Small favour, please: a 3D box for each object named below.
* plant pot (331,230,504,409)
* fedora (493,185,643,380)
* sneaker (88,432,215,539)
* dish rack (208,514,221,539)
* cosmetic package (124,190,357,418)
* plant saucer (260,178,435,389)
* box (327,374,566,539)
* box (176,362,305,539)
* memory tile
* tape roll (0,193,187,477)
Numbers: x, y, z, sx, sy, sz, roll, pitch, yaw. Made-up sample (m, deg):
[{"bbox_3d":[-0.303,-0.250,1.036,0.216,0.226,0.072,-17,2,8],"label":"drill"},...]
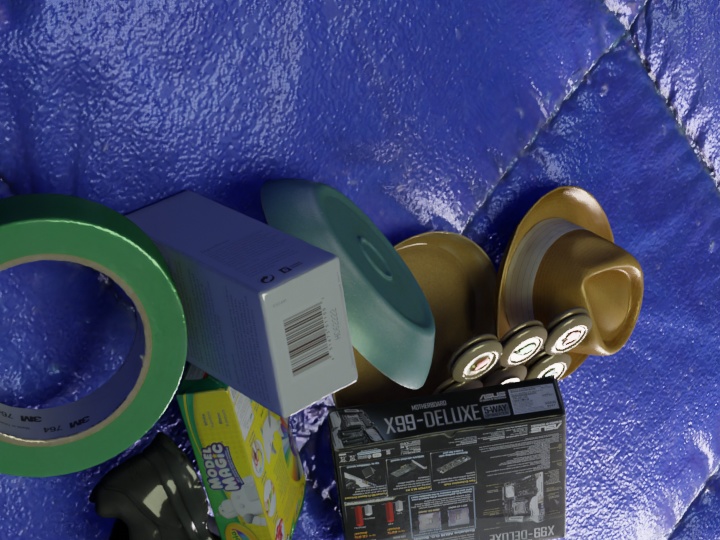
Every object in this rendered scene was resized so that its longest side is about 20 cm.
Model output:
[{"bbox_3d":[0.045,0.060,1.483,0.199,0.027,0.202,-15,114,-36],"label":"plant pot"},{"bbox_3d":[0.202,0.021,1.544,0.200,0.081,0.203,-19,116,-46],"label":"fedora"},{"bbox_3d":[-0.148,0.223,1.301,0.090,0.076,0.202,-28,114,-17],"label":"sneaker"},{"bbox_3d":[-0.161,0.294,1.382,0.171,0.043,0.201,37,81,-43],"label":"dish rack"},{"bbox_3d":[-0.093,0.020,1.233,0.071,0.199,0.102,-25,121,-30],"label":"cosmetic package"},{"bbox_3d":[0.000,0.000,1.310,0.036,0.201,0.200,-37,133,14],"label":"plant saucer"},{"bbox_3d":[0.078,0.176,1.449,0.198,0.050,0.159,-9,131,-2],"label":"box"},{"bbox_3d":[-0.089,0.146,1.348,0.118,0.048,0.202,-72,151,-58],"label":"box"},{"bbox_3d":[0.117,0.114,1.490,0.152,0.017,0.201,-13,144,-31],"label":"memory tile"},{"bbox_3d":[-0.223,0.047,1.186,0.198,0.048,0.202,-7,116,-14],"label":"tape roll"}]
